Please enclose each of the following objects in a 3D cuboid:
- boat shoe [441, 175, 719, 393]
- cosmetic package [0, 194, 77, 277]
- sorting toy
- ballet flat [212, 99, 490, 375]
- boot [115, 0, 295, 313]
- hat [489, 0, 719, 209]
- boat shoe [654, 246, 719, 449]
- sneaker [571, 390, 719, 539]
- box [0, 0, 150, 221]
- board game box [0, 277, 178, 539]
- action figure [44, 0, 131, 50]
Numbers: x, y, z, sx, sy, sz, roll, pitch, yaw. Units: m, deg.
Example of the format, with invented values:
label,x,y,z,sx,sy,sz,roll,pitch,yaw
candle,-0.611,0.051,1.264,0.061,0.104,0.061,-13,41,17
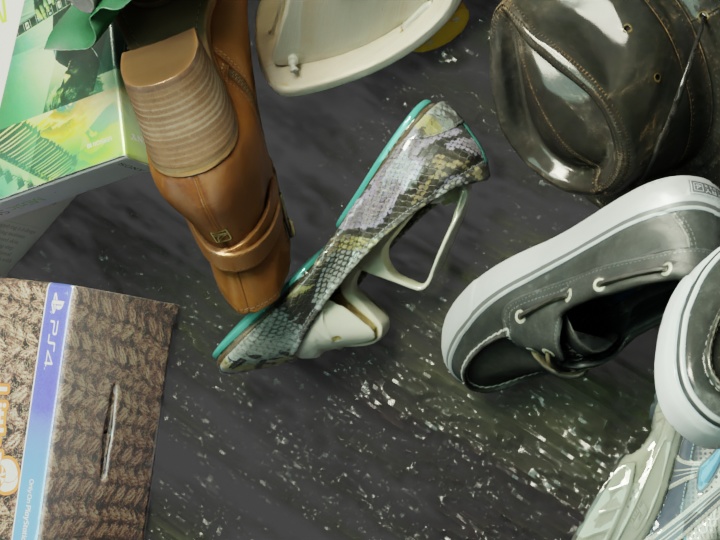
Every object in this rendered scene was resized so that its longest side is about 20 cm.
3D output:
label,x,y,z,sx,sy,sz,roll,pitch,yaw
boat shoe,0.109,0.020,1.317,0.200,0.069,0.057,-37,44,44
cosmetic package,-0.201,-0.090,1.551,0.200,0.101,0.071,-46,60,18
sorting toy,-0.002,-0.228,1.425,0.200,0.107,0.180,110,149,-52
ballet flat,0.000,0.000,1.427,0.200,0.072,0.072,-50,60,19
boot,-0.073,-0.086,1.419,0.077,0.155,0.200,-17,34,7
hat,0.111,-0.097,1.304,0.201,0.081,0.201,34,135,42
boat shoe,0.204,-0.002,1.218,0.072,0.200,0.071,42,147,-6
sneaker,0.183,0.085,1.296,0.086,0.078,0.200,30,98,11
box,-0.186,-0.134,1.465,0.144,0.036,0.200,-18,74,31
board game box,-0.222,0.084,1.539,0.200,0.097,0.160,4,85,34
action figure,-0.090,-0.199,1.391,0.118,0.200,0.055,-25,109,41
